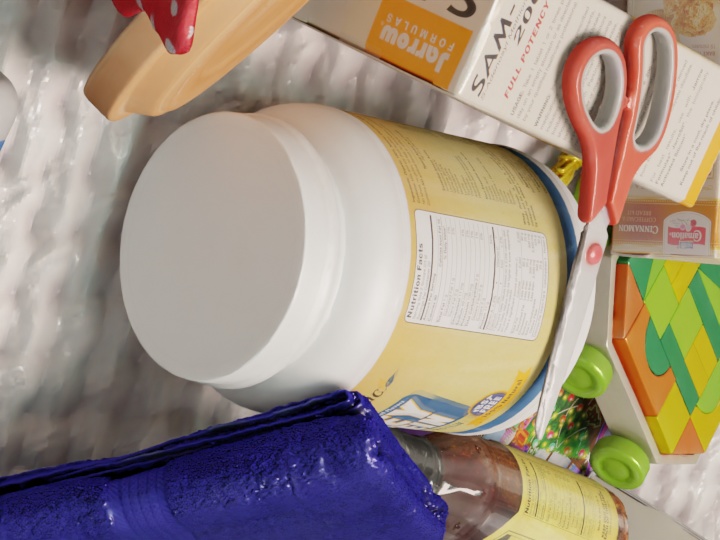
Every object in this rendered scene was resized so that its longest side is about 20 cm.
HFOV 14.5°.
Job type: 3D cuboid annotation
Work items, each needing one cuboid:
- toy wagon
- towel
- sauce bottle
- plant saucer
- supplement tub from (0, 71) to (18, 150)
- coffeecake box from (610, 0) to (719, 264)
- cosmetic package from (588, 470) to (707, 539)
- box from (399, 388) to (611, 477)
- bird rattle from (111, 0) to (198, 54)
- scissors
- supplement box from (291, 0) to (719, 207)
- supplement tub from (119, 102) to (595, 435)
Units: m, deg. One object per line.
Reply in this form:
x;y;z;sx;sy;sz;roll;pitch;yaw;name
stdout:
0.152;0.013;1.525;0.155;0.039;0.200;-58;137;-37;toy wagon
-0.069;0.111;1.311;0.199;0.050;0.148;-13;156;11;towel
0.060;0.118;1.464;0.200;0.066;0.066;23;96;-44;sauce bottle
-0.036;-0.132;1.214;0.200;0.032;0.200;-43;-179;1;plant saucer
-0.231;-0.010;1.115;0.132;0.132;0.201;21;95;-48;supplement tub
0.212;-0.102;1.491;0.153;0.073;0.201;5;89;-46;coffeecake box
0.185;0.188;1.617;0.073;0.103;0.200;-58;151;-1;cosmetic package
0.070;0.116;1.545;0.200;0.039;0.137;-52;138;-9;box
-0.141;-0.164;1.064;0.113;0.200;0.163;-52;155;-5;bird rattle
0.116;-0.020;1.328;0.073;0.014;0.201;-11;110;-44;scissors
0.078;-0.107;1.364;0.200;0.126;0.074;21;96;-48;supplement box
0.000;0.000;1.334;0.200;0.144;0.145;9;106;-46;supplement tub
